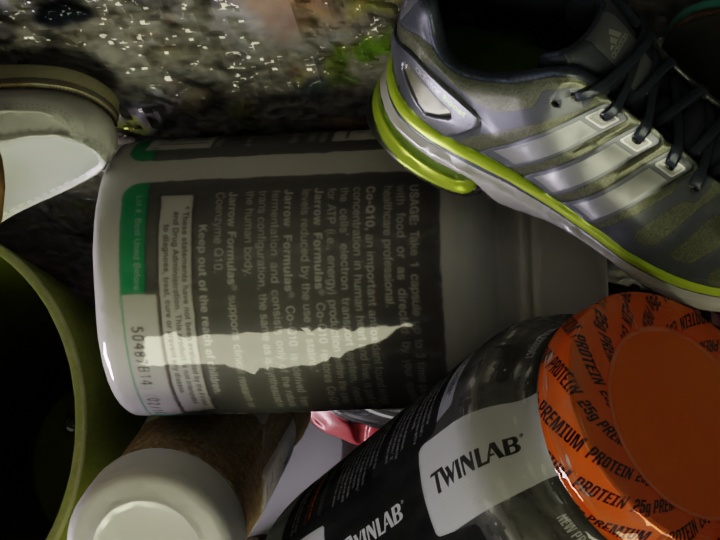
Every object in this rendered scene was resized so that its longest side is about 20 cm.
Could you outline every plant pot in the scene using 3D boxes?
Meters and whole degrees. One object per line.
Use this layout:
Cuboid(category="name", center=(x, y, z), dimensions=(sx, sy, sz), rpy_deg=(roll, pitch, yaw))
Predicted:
Cuboid(category="plant pot", center=(-0.164, 0.087, 0.902), dimensions=(0.186, 0.189, 0.200), rpy_deg=(-9, 167, 20))

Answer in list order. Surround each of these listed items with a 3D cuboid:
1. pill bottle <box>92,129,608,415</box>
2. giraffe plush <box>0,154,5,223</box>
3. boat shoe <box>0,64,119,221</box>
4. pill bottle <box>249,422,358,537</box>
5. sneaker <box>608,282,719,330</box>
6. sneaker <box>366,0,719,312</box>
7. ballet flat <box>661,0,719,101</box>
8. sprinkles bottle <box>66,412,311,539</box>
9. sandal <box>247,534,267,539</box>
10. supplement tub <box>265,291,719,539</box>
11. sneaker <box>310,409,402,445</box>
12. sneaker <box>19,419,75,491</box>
Cuboid(category="pill bottle", center=(0.000, 0.000, 0.761), dimensions=(0.198, 0.114, 0.113), rpy_deg=(-2, 155, 7))
Cuboid(category="giraffe plush", center=(-0.234, -0.018, 0.621), dimensions=(0.198, 0.163, 0.173), rpy_deg=(11, 132, 7))
Cuboid(category="boat shoe", center=(-0.182, -0.026, 0.762), dimensions=(0.199, 0.069, 0.075), rpy_deg=(-15, 150, 28))
Cuboid(category="pill bottle", center=(0.020, 0.134, 1.036), dimensions=(0.119, 0.121, 0.199), rpy_deg=(-18, 149, 34))
Cuboid(category="sneaker", center=(0.148, 0.048, 0.831), dimensions=(0.200, 0.086, 0.080), rpy_deg=(45, 169, 8))
Cuboid(category="sneaker", center=(0.093, -0.049, 0.652), dimensions=(0.199, 0.074, 0.081), rpy_deg=(20, 150, 14))
Cuboid(category="ballet flat", center=(0.203, -0.047, 0.711), dimensions=(0.199, 0.069, 0.068), rpy_deg=(12, 153, -23))
Cuboid(category="sprinkles bottle", center=(-0.068, 0.085, 0.817), dimensions=(0.068, 0.069, 0.200), rpy_deg=(-4, -167, 9))
Cuboid(category="sandal", center=(-0.083, 0.144, 0.876), dimensions=(0.080, 0.054, 0.200), rpy_deg=(-42, 174, -1))
Cuboid(category="supplement tub", center=(0.056, 0.097, 0.694), dimensions=(0.122, 0.123, 0.200), rpy_deg=(15, 143, -28))
Cuboid(category="sneaker", center=(0.066, 0.044, 0.900), dimensions=(0.199, 0.071, 0.098), rpy_deg=(0, 157, 4))
Cuboid(category="sneaker", center=(-0.111, 0.126, 1.082), dimensions=(0.199, 0.079, 0.090), rpy_deg=(21, 150, -15))
